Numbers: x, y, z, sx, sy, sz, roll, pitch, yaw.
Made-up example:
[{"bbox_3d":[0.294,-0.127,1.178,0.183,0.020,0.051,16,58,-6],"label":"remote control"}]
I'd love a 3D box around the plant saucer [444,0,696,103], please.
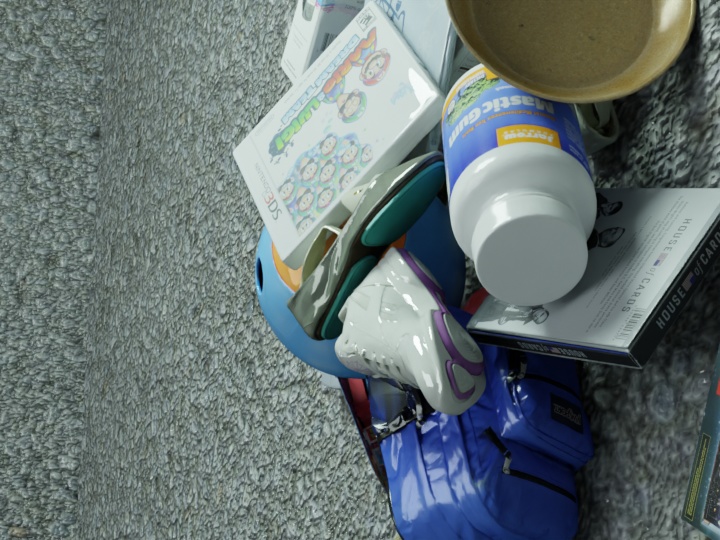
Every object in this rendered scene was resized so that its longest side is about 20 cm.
[{"bbox_3d":[0.160,-0.213,1.128,0.036,0.197,0.203,100,169,-69],"label":"plant saucer"}]

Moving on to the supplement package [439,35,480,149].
[{"bbox_3d":[0.116,-0.210,1.321,0.200,0.116,0.118,128,144,-52],"label":"supplement package"}]

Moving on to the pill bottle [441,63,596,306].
[{"bbox_3d":[0.121,-0.068,1.108,0.201,0.111,0.113,-91,20,-53],"label":"pill bottle"}]

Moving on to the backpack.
[{"bbox_3d":[0.100,0.142,1.189,0.167,0.162,0.202,-34,47,36],"label":"backpack"}]

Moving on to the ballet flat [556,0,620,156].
[{"bbox_3d":[0.173,-0.191,1.187,0.069,0.069,0.202,22,131,68],"label":"ballet flat"}]

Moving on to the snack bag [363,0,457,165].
[{"bbox_3d":[0.041,-0.189,1.319,0.200,0.021,0.191,-148,66,-63],"label":"snack bag"}]

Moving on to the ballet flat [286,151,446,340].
[{"bbox_3d":[-0.003,-0.031,1.208,0.064,0.067,0.201,45,117,26],"label":"ballet flat"}]

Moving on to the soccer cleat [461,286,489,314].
[{"bbox_3d":[0.101,0.084,1.359,0.077,0.066,0.201,-58,-6,-42],"label":"soccer cleat"}]

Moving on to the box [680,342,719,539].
[{"bbox_3d":[0.277,0.089,0.925,0.136,0.037,0.203,-149,68,-67],"label":"box"}]

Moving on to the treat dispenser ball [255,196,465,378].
[{"bbox_3d":[0.000,0.000,1.363,0.201,0.199,0.204,-172,90,-68],"label":"treat dispenser ball"}]

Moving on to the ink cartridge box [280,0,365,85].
[{"bbox_3d":[0.012,-0.286,1.568,0.086,0.146,0.202,-123,46,-57],"label":"ink cartridge box"}]

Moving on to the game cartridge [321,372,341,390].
[{"bbox_3d":[0.004,0.066,1.626,0.200,0.040,0.135,149,122,-63],"label":"game cartridge"}]

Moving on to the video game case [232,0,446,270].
[{"bbox_3d":[-0.023,-0.124,1.294,0.200,0.024,0.183,-46,39,14],"label":"video game case"}]

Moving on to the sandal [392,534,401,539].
[{"bbox_3d":[0.047,0.283,1.399,0.211,0.069,0.079,-177,95,-68],"label":"sandal"}]

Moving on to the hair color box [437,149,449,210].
[{"bbox_3d":[0.057,-0.156,1.477,0.061,0.098,0.203,-154,72,-66],"label":"hair color box"}]

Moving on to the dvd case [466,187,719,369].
[{"bbox_3d":[0.179,0.000,1.082,0.151,0.025,0.199,-52,25,-17],"label":"dvd case"}]

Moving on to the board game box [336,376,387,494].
[{"bbox_3d":[0.014,0.134,1.490,0.158,0.039,0.202,45,-157,-79],"label":"board game box"}]

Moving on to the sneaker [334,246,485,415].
[{"bbox_3d":[0.035,0.064,1.130,0.099,0.075,0.200,-40,29,8],"label":"sneaker"}]
